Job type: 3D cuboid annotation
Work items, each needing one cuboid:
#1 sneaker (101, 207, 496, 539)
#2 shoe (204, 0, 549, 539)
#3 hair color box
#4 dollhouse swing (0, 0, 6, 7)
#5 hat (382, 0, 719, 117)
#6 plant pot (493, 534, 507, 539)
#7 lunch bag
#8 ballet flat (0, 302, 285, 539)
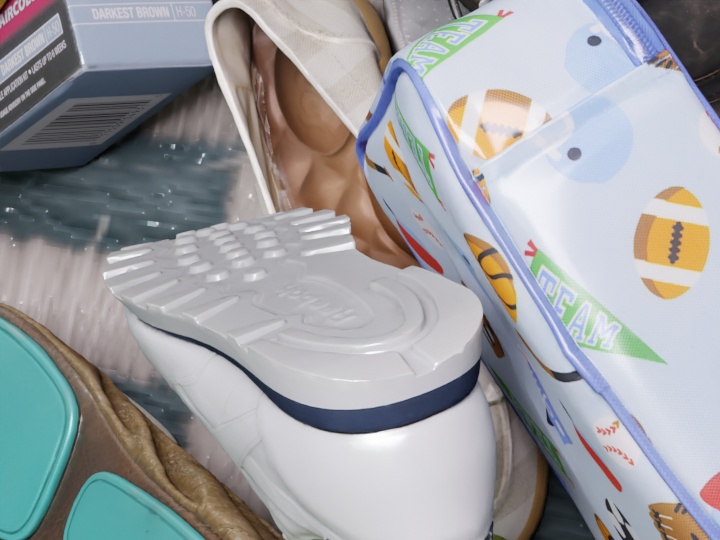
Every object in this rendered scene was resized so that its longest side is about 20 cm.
[{"bbox_3d":[-0.019,0.035,0.722,0.076,0.200,0.081,-19,109,-13],"label":"sneaker"},{"bbox_3d":[0.000,0.000,0.805,0.070,0.053,0.201,-28,74,25],"label":"shoe"},{"bbox_3d":[-0.117,-0.144,0.866,0.099,0.060,0.201,-29,72,49],"label":"hair color box"},{"bbox_3d":[-0.218,-0.160,0.798,0.182,0.175,0.201,-45,63,39],"label":"dollhouse swing"},{"bbox_3d":[0.079,-0.108,0.766,0.200,0.081,0.202,-6,78,28],"label":"hat"},{"bbox_3d":[0.006,0.180,0.710,0.193,0.200,0.201,-42,64,4],"label":"plant pot"},{"bbox_3d":[0.073,0.014,0.694,0.075,0.160,0.200,-30,84,-8],"label":"lunch bag"},{"bbox_3d":[-0.075,0.072,0.822,0.200,0.072,0.068,32,99,45],"label":"ballet flat"}]
